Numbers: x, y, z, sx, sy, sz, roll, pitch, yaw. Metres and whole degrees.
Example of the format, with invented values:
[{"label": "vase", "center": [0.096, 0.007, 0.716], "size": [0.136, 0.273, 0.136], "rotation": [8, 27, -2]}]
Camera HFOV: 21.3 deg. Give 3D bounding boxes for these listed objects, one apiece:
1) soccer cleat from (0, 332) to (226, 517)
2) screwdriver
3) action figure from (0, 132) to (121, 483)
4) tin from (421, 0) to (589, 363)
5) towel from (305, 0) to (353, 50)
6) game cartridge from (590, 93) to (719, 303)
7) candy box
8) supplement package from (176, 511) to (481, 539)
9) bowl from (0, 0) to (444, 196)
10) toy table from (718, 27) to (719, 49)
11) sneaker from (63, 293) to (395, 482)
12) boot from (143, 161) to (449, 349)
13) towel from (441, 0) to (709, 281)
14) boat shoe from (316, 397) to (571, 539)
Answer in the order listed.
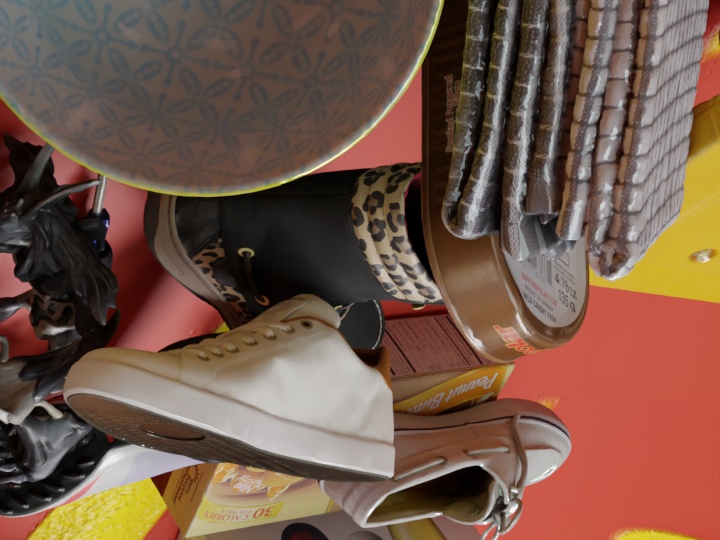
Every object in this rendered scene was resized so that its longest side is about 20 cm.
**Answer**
[{"label": "soccer cleat", "center": [-0.109, 0.078, 1.014], "size": [0.200, 0.068, 0.073], "rotation": [-19, 179, 9]}, {"label": "screwdriver", "center": [-0.124, -0.038, 0.927], "size": [0.028, 0.029, 0.200], "rotation": [-12, 144, -30]}, {"label": "action figure", "center": [-0.169, 0.021, 0.893], "size": [0.102, 0.119, 0.200], "rotation": [-21, 148, -28]}, {"label": "tin", "center": [0.072, -0.053, 0.930], "size": [0.042, 0.200, 0.112], "rotation": [-13, 150, 25]}, {"label": "towel", "center": [0.017, -0.133, 0.885], "size": [0.200, 0.022, 0.147], "rotation": [-49, 179, 17]}, {"label": "game cartridge", "center": [0.206, -0.040, 0.985], "size": [0.176, 0.032, 0.200], "rotation": [8, 151, -33]}, {"label": "candy box", "center": [-0.016, 0.090, 1.150], "size": [0.200, 0.055, 0.116], "rotation": [-5, 135, -37]}, {"label": "supplement package", "center": [-0.004, 0.253, 1.223], "size": [0.191, 0.200, 0.147], "rotation": [-9, 137, -34]}, {"label": "bowl", "center": [-0.060, -0.139, 0.783], "size": [0.200, 0.200, 0.108], "rotation": [-47, -174, 16]}, {"label": "toy table", "center": [0.248, -0.140, 0.998], "size": [0.117, 0.200, 0.184], "rotation": [23, 74, -43]}, {"label": "sneaker", "center": [-0.059, 0.047, 0.907], "size": [0.073, 0.085, 0.200], "rotation": [-5, 164, 39]}, {"label": "boot", "center": [0.000, 0.000, 0.981], "size": [0.150, 0.073, 0.200], "rotation": [-2, 152, 31]}, {"label": "towel", "center": [0.101, -0.107, 0.834], "size": [0.166, 0.085, 0.200], "rotation": [-34, 131, -68]}, {"label": "boat shoe", "center": [0.066, 0.128, 1.139], "size": [0.202, 0.086, 0.075], "rotation": [5, 128, -45]}]
